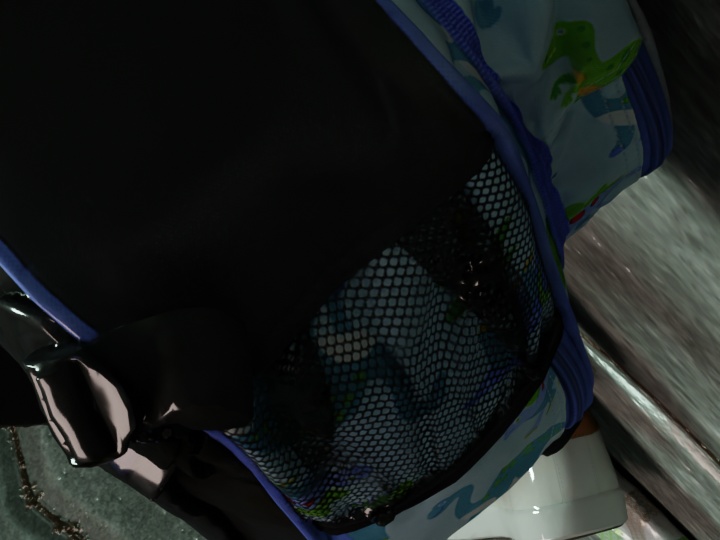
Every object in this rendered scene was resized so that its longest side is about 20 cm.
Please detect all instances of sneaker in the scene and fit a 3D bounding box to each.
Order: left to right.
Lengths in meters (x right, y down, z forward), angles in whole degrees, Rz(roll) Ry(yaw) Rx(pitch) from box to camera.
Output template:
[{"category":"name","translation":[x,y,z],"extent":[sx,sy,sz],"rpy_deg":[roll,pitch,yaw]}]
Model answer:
[{"category":"sneaker","translation":[0.077,0.087,1.060],"extent":[0.200,0.072,0.085],"rpy_deg":[157,99,-73]}]

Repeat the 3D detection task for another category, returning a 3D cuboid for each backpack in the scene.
[{"category":"backpack","translation":[-0.023,-0.029,0.463],"extent":[0.183,0.147,0.200],"rpy_deg":[46,171,26]}]

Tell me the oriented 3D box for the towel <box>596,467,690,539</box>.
[{"category":"towel","translation":[0.136,0.134,1.151],"extent":[0.200,0.031,0.149],"rpy_deg":[45,176,33]}]

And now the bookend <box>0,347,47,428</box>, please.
[{"category":"bookend","translation":[-0.114,-0.058,0.794],"extent":[0.200,0.091,0.201],"rpy_deg":[-151,59,-79]}]

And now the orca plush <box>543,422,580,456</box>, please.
[{"category":"orca plush","translation":[0.025,-0.022,0.814],"extent":[0.105,0.071,0.201],"rpy_deg":[-21,-106,-46]}]
